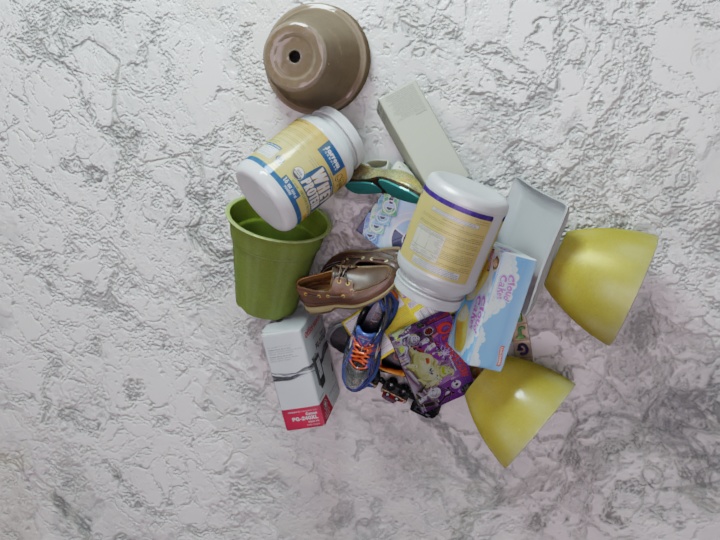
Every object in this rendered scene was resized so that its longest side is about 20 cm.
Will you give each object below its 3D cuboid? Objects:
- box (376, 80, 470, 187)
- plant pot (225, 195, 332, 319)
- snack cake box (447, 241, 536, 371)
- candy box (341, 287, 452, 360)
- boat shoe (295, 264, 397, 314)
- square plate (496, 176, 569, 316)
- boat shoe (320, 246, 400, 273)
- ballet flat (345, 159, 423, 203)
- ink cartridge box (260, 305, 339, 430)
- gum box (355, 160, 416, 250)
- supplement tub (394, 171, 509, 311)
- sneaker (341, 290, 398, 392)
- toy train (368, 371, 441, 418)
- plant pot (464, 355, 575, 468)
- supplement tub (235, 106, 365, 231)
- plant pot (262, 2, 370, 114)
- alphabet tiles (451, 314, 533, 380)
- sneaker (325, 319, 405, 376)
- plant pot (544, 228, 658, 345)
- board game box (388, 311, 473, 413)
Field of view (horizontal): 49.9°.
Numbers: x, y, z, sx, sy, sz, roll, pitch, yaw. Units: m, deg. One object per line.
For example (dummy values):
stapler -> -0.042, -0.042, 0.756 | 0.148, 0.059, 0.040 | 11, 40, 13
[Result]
box -> 0.109, -0.228, 1.376 | 0.082, 0.068, 0.201 | -27, 85, -6
plant pot -> -0.168, -0.018, 1.466 | 0.198, 0.200, 0.192 | 17, 118, 8
snack cake box -> 0.223, 0.057, 1.332 | 0.067, 0.115, 0.202 | 13, 100, -15
candy box -> 0.072, 0.085, 1.444 | 0.199, 0.026, 0.103 | -34, 80, 12
boat shoe -> -0.028, 0.026, 1.381 | 0.198, 0.072, 0.068 | -14, 129, 27
square plate -> 0.289, -0.046, 1.354 | 0.028, 0.200, 0.200 | 11, 107, -18
boat shoe -> 0.000, 0.000, 1.454 | 0.199, 0.070, 0.071 | -14, 111, 34
ballet flat -> 0.050, -0.166, 1.386 | 0.199, 0.070, 0.071 | 14, 109, 46
ink cartridge box -> -0.113, 0.184, 1.500 | 0.083, 0.145, 0.202 | -9, 105, 14
gum box -> 0.120, -0.085, 1.448 | 0.199, 0.045, 0.170 | 37, 108, 1
supplement tub -> 0.147, -0.048, 1.291 | 0.144, 0.145, 0.202 | 23, 109, 6
sneaker -> 0.008, 0.125, 1.407 | 0.075, 0.078, 0.202 | 17, 95, 14
toy train -> 0.066, 0.241, 1.542 | 0.199, 0.034, 0.046 | 26, 119, 4
plant pot -> 0.276, 0.240, 1.424 | 0.142, 0.200, 0.201 | 40, 108, 15
supplement tub -> -0.103, -0.181, 1.360 | 0.200, 0.145, 0.145 | -42, 92, -19
plant pot -> -0.095, -0.373, 1.360 | 0.198, 0.175, 0.202 | 3, 104, 12
alphabet tiles -> 0.226, 0.131, 1.495 | 0.198, 0.008, 0.169 | -9, 101, 13
sneaker -> 0.024, 0.152, 1.507 | 0.198, 0.077, 0.079 | 16, 107, 9
plant pot -> 0.402, 0.007, 1.331 | 0.141, 0.200, 0.202 | 24, 107, 15
board game box -> 0.137, 0.173, 1.446 | 0.119, 0.032, 0.201 | -26, 125, -4
